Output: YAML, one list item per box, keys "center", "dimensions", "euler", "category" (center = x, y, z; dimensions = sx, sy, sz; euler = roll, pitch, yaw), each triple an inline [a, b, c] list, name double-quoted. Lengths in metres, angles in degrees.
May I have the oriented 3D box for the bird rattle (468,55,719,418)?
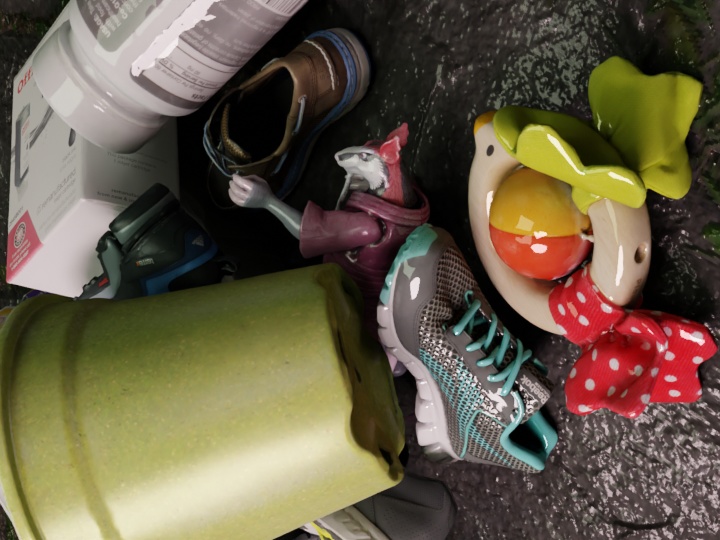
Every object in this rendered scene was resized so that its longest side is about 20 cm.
- center: [0.125, -0.018, 0.632]
  dimensions: [0.163, 0.112, 0.201]
  euler: [27, 137, 52]
  category: "bird rattle"

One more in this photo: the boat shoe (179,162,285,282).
- center: [-0.122, -0.015, 0.872]
  dimensions: [0.202, 0.074, 0.065]
  euler: [46, 112, 35]
  category: "boat shoe"

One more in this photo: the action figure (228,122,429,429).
- center: [0.000, 0.000, 0.717]
  dimensions: [0.149, 0.134, 0.200]
  euler: [44, 135, 25]
  category: "action figure"

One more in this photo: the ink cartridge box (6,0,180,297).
- center: [-0.211, -0.098, 0.882]
  dimensions: [0.146, 0.085, 0.201]
  euler: [-35, 50, 43]
  category: "ink cartridge box"

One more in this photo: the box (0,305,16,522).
- center: [-0.273, 0.139, 0.982]
  dimensions: [0.112, 0.101, 0.200]
  euler: [1, 122, 43]
  category: "box"

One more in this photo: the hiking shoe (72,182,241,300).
- center: [-0.152, 0.028, 0.800]
  dimensions: [0.087, 0.074, 0.200]
  euler: [41, 143, 4]
  category: "hiking shoe"

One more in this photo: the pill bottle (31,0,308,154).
- center: [-0.118, -0.175, 0.743]
  dimensions: [0.200, 0.114, 0.114]
  euler: [-39, 74, 22]
  category: "pill bottle"

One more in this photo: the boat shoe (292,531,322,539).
- center: [-0.002, 0.210, 0.846]
  dimensions: [0.075, 0.086, 0.202]
  euler: [60, 167, 15]
  category: "boat shoe"

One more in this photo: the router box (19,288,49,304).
- center: [-0.277, 0.112, 1.084]
  dimensions: [0.157, 0.052, 0.200]
  euler: [45, 136, 0]
  category: "router box"

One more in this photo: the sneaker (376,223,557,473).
- center: [0.074, 0.052, 0.682]
  dimensions: [0.091, 0.078, 0.200]
  euler: [13, 144, 32]
  category: "sneaker"

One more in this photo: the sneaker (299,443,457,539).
- center: [-0.015, 0.133, 0.756]
  dimensions: [0.200, 0.085, 0.075]
  euler: [39, 155, 35]
  category: "sneaker"

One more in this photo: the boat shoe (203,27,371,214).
- center: [-0.074, -0.101, 0.803]
  dimensions: [0.072, 0.072, 0.200]
  euler: [57, 138, 13]
  category: "boat shoe"

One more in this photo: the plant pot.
- center: [-0.079, 0.083, 0.651]
  dimensions: [0.184, 0.200, 0.201]
  euler: [-18, 91, 11]
  category: "plant pot"
